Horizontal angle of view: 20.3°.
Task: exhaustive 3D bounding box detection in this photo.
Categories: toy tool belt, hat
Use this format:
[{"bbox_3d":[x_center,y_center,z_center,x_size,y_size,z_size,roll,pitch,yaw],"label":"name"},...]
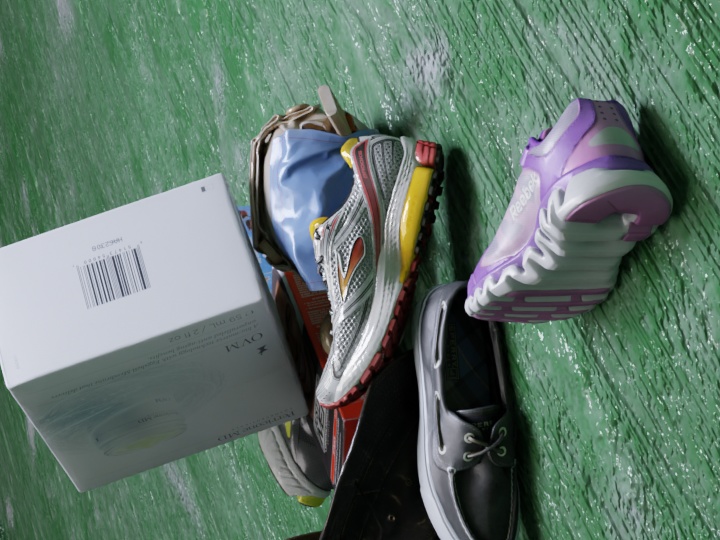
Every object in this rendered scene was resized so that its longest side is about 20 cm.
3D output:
[{"bbox_3d":[-0.017,-0.030,1.499,0.123,0.124,0.201,147,112,-78],"label":"toy tool belt"},{"bbox_3d":[0.040,0.156,1.452,0.081,0.201,0.201,23,131,19],"label":"hat"}]

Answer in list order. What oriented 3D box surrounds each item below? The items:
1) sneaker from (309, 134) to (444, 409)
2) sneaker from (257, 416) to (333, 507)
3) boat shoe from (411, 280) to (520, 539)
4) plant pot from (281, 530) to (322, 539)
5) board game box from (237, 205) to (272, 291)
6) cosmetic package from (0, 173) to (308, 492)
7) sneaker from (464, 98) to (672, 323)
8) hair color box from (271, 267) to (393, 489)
[{"bbox_3d":[0.000,0.000,1.427,0.078,0.082,0.201,32,-107,-81],"label":"sneaker"},{"bbox_3d":[-0.057,0.101,1.715,0.201,0.084,0.074,61,-164,19],"label":"sneaker"},{"bbox_3d":[0.074,0.105,1.381,0.057,0.068,0.201,146,116,-68],"label":"boat shoe"},{"bbox_3d":[-0.059,0.355,1.706,0.199,0.199,0.200,65,156,19],"label":"plant pot"},{"bbox_3d":[-0.088,0.062,1.864,0.152,0.036,0.200,102,151,-44],"label":"board game box"},{"bbox_3d":[-0.163,0.054,1.552,0.200,0.198,0.123,72,179,-61],"label":"cosmetic package"},{"bbox_3d":[0.118,-0.035,1.195,0.200,0.080,0.089,125,139,-57],"label":"sneaker"},{"bbox_3d":[-0.018,0.076,1.618,0.102,0.061,0.200,94,160,-43],"label":"hair color box"}]
